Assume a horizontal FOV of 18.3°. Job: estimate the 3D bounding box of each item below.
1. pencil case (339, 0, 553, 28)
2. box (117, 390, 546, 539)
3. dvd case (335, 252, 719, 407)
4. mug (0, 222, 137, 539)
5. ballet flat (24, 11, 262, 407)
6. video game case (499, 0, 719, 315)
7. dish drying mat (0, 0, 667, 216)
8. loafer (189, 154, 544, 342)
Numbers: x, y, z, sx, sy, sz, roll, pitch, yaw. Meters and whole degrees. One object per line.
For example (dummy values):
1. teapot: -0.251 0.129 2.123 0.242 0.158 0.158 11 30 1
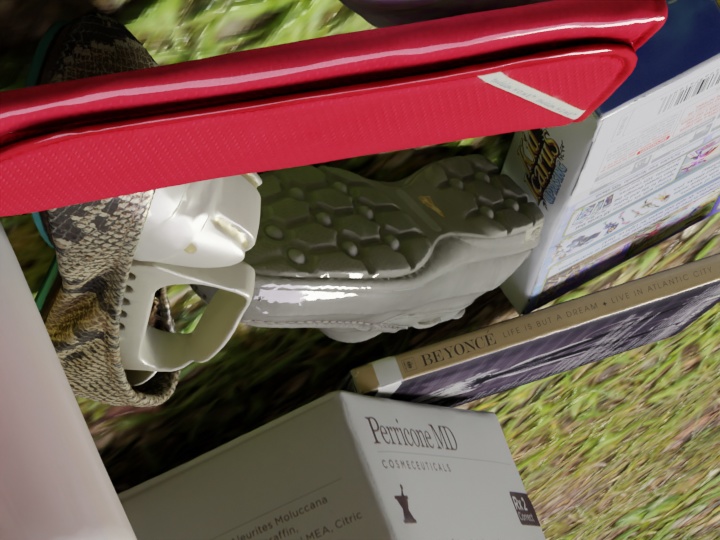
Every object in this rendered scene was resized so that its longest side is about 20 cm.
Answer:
1. pencil case: 0.009 -0.115 0.573 0.091 0.083 0.200 -21 165 14
2. box: -0.032 0.155 1.017 0.200 0.131 0.199 -27 165 19
3. dvd case: 0.078 0.037 1.046 0.200 0.016 0.149 -18 170 -13
4. mug: -0.131 0.066 0.670 0.149 0.153 0.186 -47 158 29
5. ballet flat: -0.067 -0.011 0.705 0.200 0.075 0.068 108 3 -61
6. video game case: 0.153 -0.077 0.951 0.200 0.045 0.181 -27 159 -18
7. dish drying mat: -0.017 -0.043 0.610 0.200 0.018 0.077 -12 166 -20
8. loafer: 0.000 0.000 0.852 0.200 0.070 0.070 -7 138 -54
